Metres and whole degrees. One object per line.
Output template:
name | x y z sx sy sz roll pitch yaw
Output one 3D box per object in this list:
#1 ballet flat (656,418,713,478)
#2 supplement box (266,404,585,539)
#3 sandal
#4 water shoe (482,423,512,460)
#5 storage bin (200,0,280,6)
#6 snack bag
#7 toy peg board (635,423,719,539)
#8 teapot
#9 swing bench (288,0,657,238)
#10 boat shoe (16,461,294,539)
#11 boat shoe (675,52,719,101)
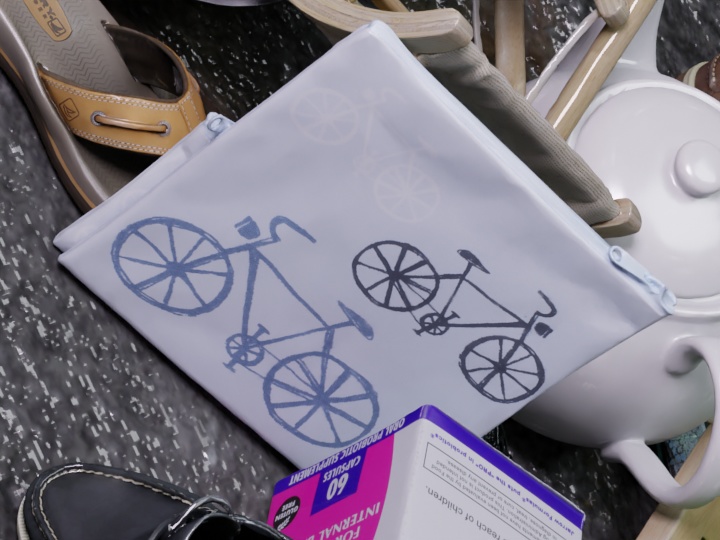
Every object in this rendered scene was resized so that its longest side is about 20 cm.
ballet flat | 0.180 0.066 1.397 0.074 0.074 0.201 11 61 -44
supplement box | 0.014 0.173 1.129 0.103 0.101 0.201 36 45 -28
sandal | -0.102 -0.079 1.192 0.201 0.054 0.082 58 39 -3
water shoe | 0.037 0.044 1.236 0.201 0.079 0.072 56 11 -6
storage bin | -0.053 -0.229 1.243 0.200 0.145 0.135 -43 141 -48
snack bag | 0.000 0.000 1.140 0.188 0.200 0.021 42 35 -19
toy peg board | 0.202 0.202 1.276 0.200 0.097 0.200 -48 123 -50
teapot | 0.131 -0.015 1.300 0.200 0.146 0.198 43 59 -2
swing bench | 0.053 -0.144 1.194 0.199 0.129 0.201 42 61 -54
boat shoe | -0.052 0.121 1.040 0.199 0.066 0.074 37 59 26
boat shoe | 0.255 -0.036 1.543 0.203 0.075 0.075 53 39 -10
